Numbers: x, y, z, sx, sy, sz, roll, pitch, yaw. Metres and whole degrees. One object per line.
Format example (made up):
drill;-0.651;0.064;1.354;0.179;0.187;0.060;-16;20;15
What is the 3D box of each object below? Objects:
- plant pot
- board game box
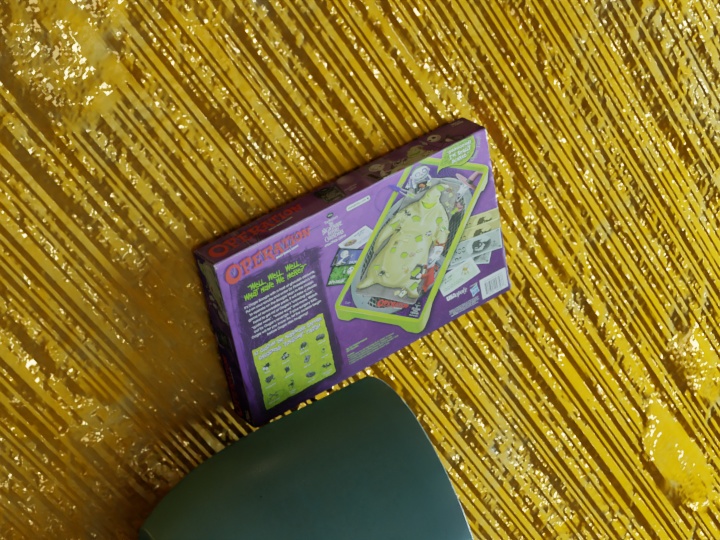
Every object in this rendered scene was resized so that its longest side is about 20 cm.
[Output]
plant pot;-0.035;0.183;1.195;0.161;0.201;0.201;-19;122;-16
board game box;0.000;0.000;1.238;0.200;0.032;0.120;-27;129;-24
